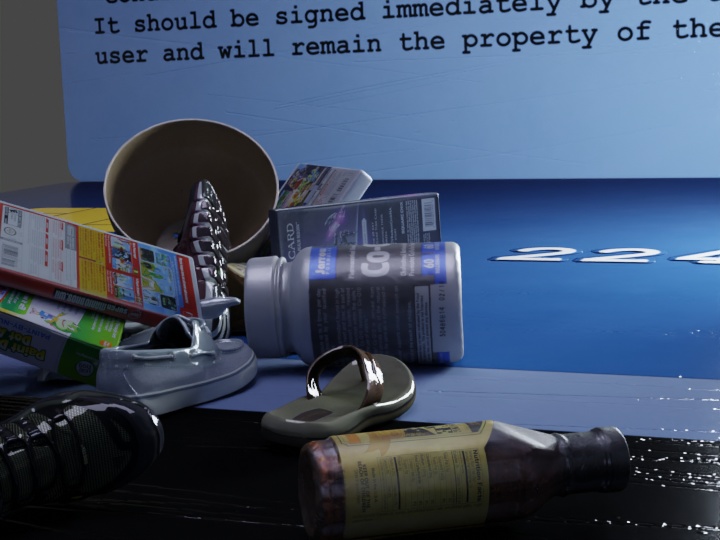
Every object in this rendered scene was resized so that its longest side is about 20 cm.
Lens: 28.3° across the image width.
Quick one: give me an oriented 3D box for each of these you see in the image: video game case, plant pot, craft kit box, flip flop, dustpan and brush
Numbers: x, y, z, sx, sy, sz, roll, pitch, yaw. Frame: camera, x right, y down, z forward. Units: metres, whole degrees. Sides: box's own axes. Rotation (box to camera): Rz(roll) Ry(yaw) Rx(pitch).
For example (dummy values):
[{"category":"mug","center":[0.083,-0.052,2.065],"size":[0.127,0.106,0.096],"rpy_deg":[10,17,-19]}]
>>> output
[{"category":"video game case","center":[-0.246,-0.002,1.323],"size":[0.199,0.018,0.143],"rpy_deg":[17,22,-19]},{"category":"plant pot","center":[-0.197,-0.058,1.681],"size":[0.199,0.201,0.135],"rpy_deg":[-3,-34,-7]},{"category":"craft kit box","center":[-0.306,0.014,1.300],"size":[0.197,0.049,0.200],"rpy_deg":[18,22,-8]},{"category":"video game case","center":[-0.085,-0.037,1.672],"size":[0.023,0.200,0.182],"rpy_deg":[38,-10,-25]},{"category":"video game case","center":[0.000,0.000,1.455],"size":[0.199,0.144,0.019],"rpy_deg":[-8,7,-32]},{"category":"flip flop","center":[-0.015,0.091,1.128],"size":[0.081,0.058,0.200],"rpy_deg":[2,9,27]},{"category":"dustpan and brush","center":[-0.214,0.060,1.386],"size":[0.199,0.058,0.140],"rpy_deg":[-4,9,-12]}]

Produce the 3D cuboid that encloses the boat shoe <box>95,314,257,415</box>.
[{"category":"boat shoe","center":[-0.153,0.075,1.232],"size":[0.070,0.072,0.201],"rpy_deg":[2,9,29]}]

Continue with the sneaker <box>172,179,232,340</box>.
[{"category":"sneaker","center":[-0.200,-0.004,1.495],"size":[0.115,0.201,0.076],"rpy_deg":[-12,-36,9]}]

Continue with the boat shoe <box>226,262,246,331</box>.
[{"category":"boat shoe","center":[-0.112,0.034,1.542],"size":[0.199,0.074,0.063],"rpy_deg":[16,11,32]}]

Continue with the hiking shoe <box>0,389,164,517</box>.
[{"category":"hiking shoe","center":[-0.224,0.132,0.907],"size":[0.199,0.076,0.101],"rpy_deg":[-11,17,2]}]

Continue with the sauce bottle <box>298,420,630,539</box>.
[{"category":"sauce bottle","center":[0.064,0.124,0.865],"size":[0.199,0.066,0.066],"rpy_deg":[-3,8,-16]}]

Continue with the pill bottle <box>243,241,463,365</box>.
[{"category":"pill bottle","center":[-0.004,0.032,1.341],"size":[0.199,0.114,0.114],"rpy_deg":[-2,8,3]}]
